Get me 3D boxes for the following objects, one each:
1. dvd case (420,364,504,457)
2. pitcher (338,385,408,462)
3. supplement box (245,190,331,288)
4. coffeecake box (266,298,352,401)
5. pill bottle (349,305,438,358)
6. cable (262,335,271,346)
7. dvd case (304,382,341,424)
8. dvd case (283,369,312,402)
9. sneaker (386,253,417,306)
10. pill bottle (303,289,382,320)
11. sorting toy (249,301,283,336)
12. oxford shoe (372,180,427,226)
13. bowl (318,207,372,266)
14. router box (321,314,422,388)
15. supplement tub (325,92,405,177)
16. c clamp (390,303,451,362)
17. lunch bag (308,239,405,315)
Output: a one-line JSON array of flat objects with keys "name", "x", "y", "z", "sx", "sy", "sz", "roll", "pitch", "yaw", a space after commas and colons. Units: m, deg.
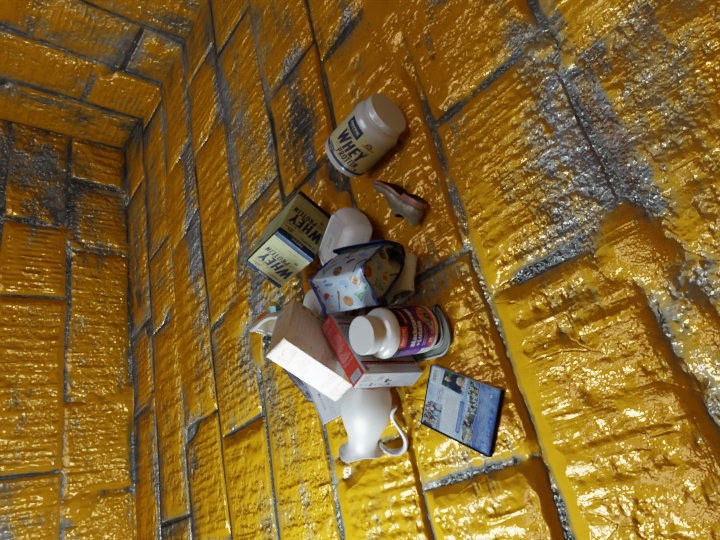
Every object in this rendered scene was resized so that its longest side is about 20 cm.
[{"name": "dvd case", "x": 0.220, "y": 0.304, "z": 1.136, "sx": 0.199, "sy": 0.017, "sz": 0.145, "roll": 12, "pitch": 93, "yaw": 49}, {"name": "pitcher", "x": 0.035, "y": 0.352, "z": 1.224, "sx": 0.121, "sy": 0.169, "sz": 0.203, "roll": -101, "pitch": 14, "yaw": -72}, {"name": "supplement box", "x": -0.216, "y": -0.093, "z": 1.564, "sx": 0.199, "sy": 0.134, "sz": 0.201, "roll": -36, "pitch": 24, "yaw": 41}, {"name": "coffeecake box", "x": -0.109, "y": 0.184, "z": 1.207, "sx": 0.073, "sy": 0.199, "sz": 0.154, "roll": -44, "pitch": 20, "yaw": 24}, {"name": "pill bottle", "x": 0.074, "y": 0.139, "z": 1.161, "sx": 0.111, "sy": 0.198, "sz": 0.113, "roll": 0, "pitch": 90, "yaw": 48}, {"name": "cable", "x": -0.205, "y": 0.235, "z": 1.520, "sx": 0.097, "sy": 0.199, "sz": 0.051, "roll": -16, "pitch": 43, "yaw": 58}, {"name": "dvd case", "x": -0.048, "y": 0.286, "z": 1.323, "sx": 0.199, "sy": 0.025, "sz": 0.152, "roll": -32, "pitch": 75, "yaw": 22}, {"name": "dvd case", "x": -0.157, "y": 0.310, "z": 1.478, "sx": 0.148, "sy": 0.016, "sz": 0.201, "roll": -8, "pitch": 122, "yaw": 48}, {"name": "sneaker", "x": 0.060, "y": 0.036, "z": 1.318, "sx": 0.199, "sy": 0.073, "sz": 0.117, "roll": -21, "pitch": 57, "yaw": 45}, {"name": "pill bottle", "x": -0.047, "y": 0.099, "z": 1.346, "sx": 0.111, "sy": 0.198, "sz": 0.114, "roll": -11, "pitch": 76, "yaw": 48}, {"name": "sorting toy", "x": -0.191, "y": 0.150, "z": 1.462, "sx": 0.180, "sy": 0.198, "sz": 0.108, "roll": -18, "pitch": 54, "yaw": 64}, {"name": "oxford shoe", "x": 0.089, "y": -0.179, "z": 1.337, "sx": 0.200, "sy": 0.070, "sz": 0.076, "roll": 41, "pitch": 119, "yaw": 46}, {"name": "bowl", "x": -0.054, "y": -0.072, "z": 1.442, "sx": 0.202, "sy": 0.074, "sz": 0.200, "roll": -67, "pitch": 26, "yaw": 18}, {"name": "router box", "x": 0.028, "y": 0.189, "z": 1.216, "sx": 0.049, "sy": 0.198, "sz": 0.180, "roll": -55, "pitch": 48, "yaw": 25}, {"name": "supplement tub", "x": 0.013, "y": -0.366, "z": 1.399, "sx": 0.199, "sy": 0.144, "sz": 0.147, "roll": -37, "pitch": 57, "yaw": 40}, {"name": "c clamp", "x": 0.139, "y": 0.137, "z": 1.253, "sx": 0.199, "sy": 0.027, "sz": 0.174, "roll": -18, "pitch": 70, "yaw": 47}, {"name": "lunch bag", "x": 0.000, "y": 0.000, "z": 1.231, "sx": 0.168, "sy": 0.200, "sz": 0.125, "roll": -11, "pitch": 110, "yaw": 35}]
